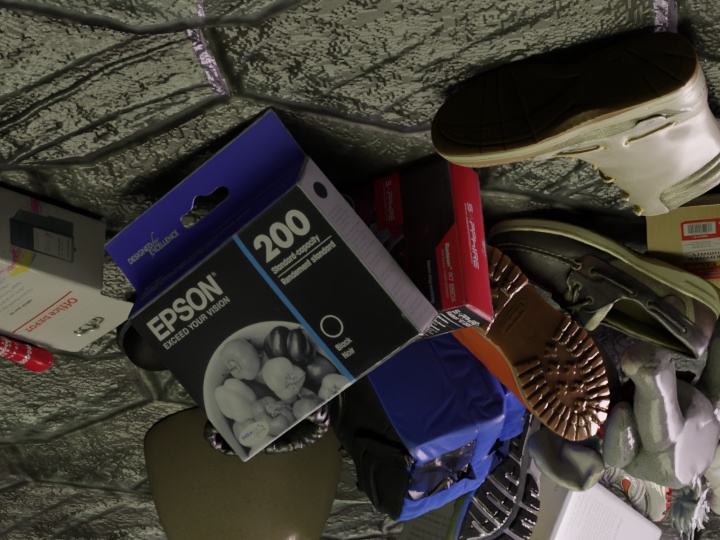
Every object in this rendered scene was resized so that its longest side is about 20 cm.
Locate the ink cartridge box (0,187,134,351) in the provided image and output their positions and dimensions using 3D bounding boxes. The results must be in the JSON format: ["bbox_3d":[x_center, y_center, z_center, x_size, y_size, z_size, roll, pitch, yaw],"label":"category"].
[{"bbox_3d":[-0.281,-0.006,1.610,0.199,0.068,0.117,20,146,-34],"label":"ink cartridge box"}]

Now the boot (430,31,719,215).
[{"bbox_3d":[0.165,-0.091,1.476,0.199,0.072,0.155,-15,149,18],"label":"boot"}]

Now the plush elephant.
[{"bbox_3d":[0.243,0.127,1.819,0.154,0.201,0.164,17,-153,41],"label":"plush elephant"}]

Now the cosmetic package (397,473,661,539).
[{"bbox_3d":[0.163,0.279,2.010,0.167,0.167,0.200,14,165,39],"label":"cosmetic package"}]

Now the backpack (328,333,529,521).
[{"bbox_3d":[0.061,0.122,1.773,0.167,0.163,0.200,-16,153,-15],"label":"backpack"}]

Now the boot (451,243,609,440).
[{"bbox_3d":[0.123,0.054,1.666,0.200,0.075,0.107,51,164,-16],"label":"boot"}]

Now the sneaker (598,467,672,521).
[{"bbox_3d":[0.264,0.183,2.004,0.082,0.078,0.200,-2,145,15],"label":"sneaker"}]

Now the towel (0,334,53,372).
[{"bbox_3d":[-0.363,0.041,1.668,0.199,0.023,0.144,20,176,-34],"label":"towel"}]

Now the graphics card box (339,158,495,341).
[{"bbox_3d":[0.000,0.000,1.577,0.199,0.126,0.051,-16,156,26],"label":"graphics card box"}]

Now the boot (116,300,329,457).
[{"bbox_3d":[-0.119,0.085,1.694,0.210,0.159,0.079,-21,147,31],"label":"boot"}]

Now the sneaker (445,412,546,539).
[{"bbox_3d":[0.117,0.195,1.892,0.090,0.201,0.078,-13,131,46],"label":"sneaker"}]

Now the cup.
[{"bbox_3d":[-0.114,0.236,1.993,0.199,0.144,0.201,-2,153,-1],"label":"cup"}]

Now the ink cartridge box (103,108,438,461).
[{"bbox_3d":[-0.077,0.014,1.524,0.198,0.043,0.200,-37,94,29],"label":"ink cartridge box"}]

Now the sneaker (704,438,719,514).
[{"bbox_3d":[0.368,0.181,2.017,0.087,0.075,0.200,10,145,4],"label":"sneaker"}]

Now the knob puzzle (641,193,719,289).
[{"bbox_3d":[0.324,-0.023,1.655,0.218,0.031,0.220,-1,153,0],"label":"knob puzzle"}]

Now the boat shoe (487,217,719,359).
[{"bbox_3d":[0.194,0.016,1.642,0.200,0.066,0.072,19,154,-4],"label":"boat shoe"}]
